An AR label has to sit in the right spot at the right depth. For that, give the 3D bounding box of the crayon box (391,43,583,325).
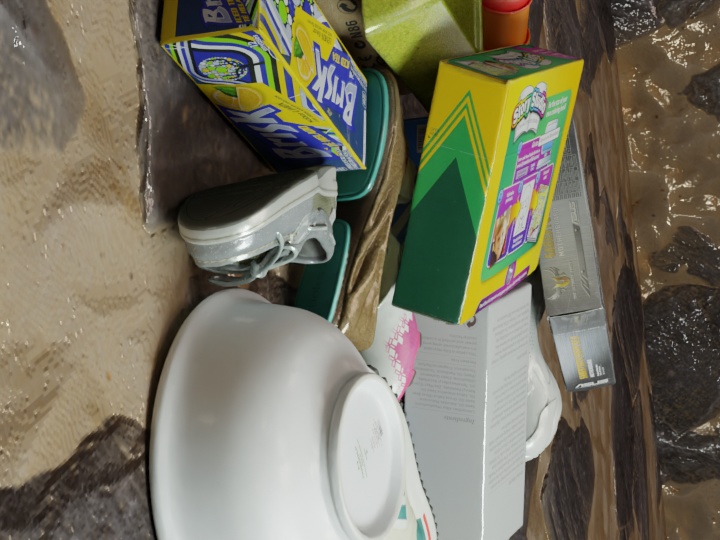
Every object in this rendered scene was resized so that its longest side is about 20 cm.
[{"bbox_3d":[0.097,-0.070,1.064,0.200,0.058,0.175,-27,130,-65],"label":"crayon box"}]

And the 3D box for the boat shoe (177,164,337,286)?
[{"bbox_3d":[-0.052,-0.023,0.865,0.202,0.073,0.066,-39,119,-77],"label":"boat shoe"}]

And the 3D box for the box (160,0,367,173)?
[{"bbox_3d":[-0.053,-0.127,0.897,0.200,0.063,0.071,46,42,-64],"label":"box"}]

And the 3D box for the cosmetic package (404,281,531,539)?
[{"bbox_3d":[0.084,0.113,1.131,0.101,0.070,0.203,-18,111,-63],"label":"cosmetic package"}]

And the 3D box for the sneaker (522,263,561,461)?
[{"bbox_3d":[0.118,0.062,1.230,0.099,0.077,0.203,46,34,-55],"label":"sneaker"}]

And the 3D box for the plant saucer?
[{"bbox_3d":[0.049,-0.234,1.034,0.200,0.047,0.203,32,56,-70],"label":"plant saucer"}]

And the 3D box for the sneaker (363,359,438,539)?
[{"bbox_3d":[-0.008,0.148,0.971,0.094,0.070,0.202,-53,132,-46],"label":"sneaker"}]

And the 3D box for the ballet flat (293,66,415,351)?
[{"bbox_3d":[0.004,-0.036,1.004,0.072,0.067,0.203,21,74,-46],"label":"ballet flat"}]

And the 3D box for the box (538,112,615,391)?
[{"bbox_3d":[0.181,-0.018,1.263,0.159,0.048,0.203,62,21,-61],"label":"box"}]

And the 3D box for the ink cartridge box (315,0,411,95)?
[{"bbox_3d":[-0.012,-0.249,1.041,0.201,0.074,0.167,63,27,-51],"label":"ink cartridge box"}]

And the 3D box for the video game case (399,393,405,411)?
[{"bbox_3d":[0.035,0.157,1.159,0.200,0.023,0.185,50,46,-63],"label":"video game case"}]

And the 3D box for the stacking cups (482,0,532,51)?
[{"bbox_3d":[0.108,-0.177,1.170,0.202,0.060,0.061,90,9,-45],"label":"stacking cups"}]

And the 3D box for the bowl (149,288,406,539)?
[{"bbox_3d":[-0.032,0.109,0.832,0.201,0.089,0.204,-3,90,-65],"label":"bowl"}]

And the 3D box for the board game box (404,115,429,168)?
[{"bbox_3d":[0.071,-0.006,1.289,0.196,0.055,0.203,46,43,-65],"label":"board game box"}]

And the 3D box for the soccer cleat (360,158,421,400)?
[{"bbox_3d":[0.000,0.000,1.064,0.086,0.069,0.203,23,64,-46],"label":"soccer cleat"}]
